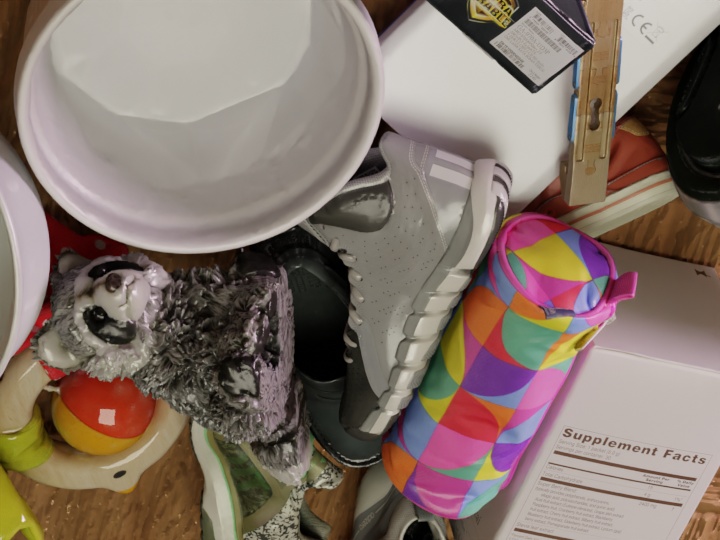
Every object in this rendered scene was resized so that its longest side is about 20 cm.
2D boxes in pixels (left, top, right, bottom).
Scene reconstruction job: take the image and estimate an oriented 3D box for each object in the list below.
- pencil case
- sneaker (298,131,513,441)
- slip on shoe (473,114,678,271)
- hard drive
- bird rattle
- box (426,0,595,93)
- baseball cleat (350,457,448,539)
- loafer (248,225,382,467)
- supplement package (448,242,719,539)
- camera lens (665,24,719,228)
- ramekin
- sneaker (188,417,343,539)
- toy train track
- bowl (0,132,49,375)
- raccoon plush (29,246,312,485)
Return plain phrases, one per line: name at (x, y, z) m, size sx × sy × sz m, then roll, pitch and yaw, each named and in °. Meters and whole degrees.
pencil case at (0.082, 0.058, 1.660) m, size 0.088 × 0.088 × 0.200 m, roll 11°, pitch 135°, yaw -19°
sneaker at (0.000, 0.000, 1.638) m, size 0.115 × 0.075 × 0.200 m, roll 23°, pitch 119°, yaw -6°
slip on shoe at (0.092, -0.035, 1.696) m, size 0.200 × 0.061 × 0.074 m, roll -23°, pitch 173°, yaw 18°
hard drive at (0.106, -0.136, 1.612) m, size 0.200 × 0.025 × 0.132 m, roll -44°, pitch 110°, yaw 13°
bird rattle at (-0.176, 0.066, 1.713) m, size 0.163 × 0.113 × 0.200 m, roll 15°, pitch 110°, yaw -35°
box at (0.039, -0.201, 1.468) m, size 0.046 × 0.200 × 0.159 m, roll -38°, pitch 124°, yaw 20°
baseball cleat at (0.021, 0.211, 1.826) m, size 0.070 × 0.106 × 0.200 m, roll -7°, pitch 132°, yaw -9°
loafer at (-0.022, 0.051, 1.725) m, size 0.068 × 0.070 × 0.201 m, roll -17°, pitch 128°, yaw 2°
supplement package at (0.144, 0.098, 1.762) m, size 0.120 × 0.121 × 0.200 m, roll 12°, pitch 122°, yaw -19°
camera lens at (0.290, -0.069, 1.643) m, size 0.200 × 0.160 × 0.160 m, roll 28°, pitch 117°, yaw -28°
ramekin at (-0.092, -0.119, 1.563) m, size 0.200 × 0.105 × 0.200 m, roll -5°, pitch 128°, yaw -7°
sneaker at (-0.053, 0.106, 1.748) m, size 0.089 × 0.077 × 0.200 m, roll 5°, pitch 135°, yaw 8°
toy train track at (0.128, -0.132, 1.585) m, size 0.115 × 0.033 × 0.200 m, roll -8°, pitch 120°, yaw -18°
bowl at (-0.244, -0.021, 1.589) m, size 0.201 × 0.090 × 0.201 m, roll 11°, pitch 112°, yaw 28°
raccoon plush at (-0.108, 0.066, 1.621) m, size 0.134 × 0.097 × 0.200 m, roll 3°, pitch 133°, yaw 11°
